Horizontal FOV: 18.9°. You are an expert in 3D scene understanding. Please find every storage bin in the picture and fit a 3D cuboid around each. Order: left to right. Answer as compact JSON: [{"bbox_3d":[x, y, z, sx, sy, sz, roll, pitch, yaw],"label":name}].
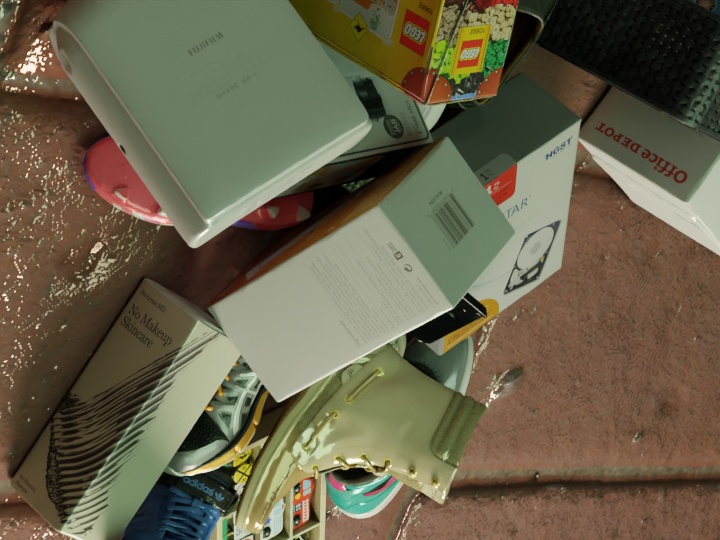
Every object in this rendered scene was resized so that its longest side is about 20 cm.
[{"bbox_3d":[0.260,-0.189,1.860,0.135,0.200,0.094,17,105,-50],"label":"storage bin"}]

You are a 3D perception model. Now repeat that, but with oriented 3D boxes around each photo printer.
[{"bbox_3d":[-0.111,-0.139,1.532,0.166,0.200,0.069,-33,174,-24],"label":"photo printer"}]

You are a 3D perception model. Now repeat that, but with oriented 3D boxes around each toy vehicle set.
[{"bbox_3d":[-0.086,0.217,1.930,0.124,0.026,0.201,-24,132,-33],"label":"toy vehicle set"}]

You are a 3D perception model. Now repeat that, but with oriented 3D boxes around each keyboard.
[{"bbox_3d":[0.029,-0.019,1.776,0.200,0.127,0.021,39,44,-26],"label":"keyboard"}]

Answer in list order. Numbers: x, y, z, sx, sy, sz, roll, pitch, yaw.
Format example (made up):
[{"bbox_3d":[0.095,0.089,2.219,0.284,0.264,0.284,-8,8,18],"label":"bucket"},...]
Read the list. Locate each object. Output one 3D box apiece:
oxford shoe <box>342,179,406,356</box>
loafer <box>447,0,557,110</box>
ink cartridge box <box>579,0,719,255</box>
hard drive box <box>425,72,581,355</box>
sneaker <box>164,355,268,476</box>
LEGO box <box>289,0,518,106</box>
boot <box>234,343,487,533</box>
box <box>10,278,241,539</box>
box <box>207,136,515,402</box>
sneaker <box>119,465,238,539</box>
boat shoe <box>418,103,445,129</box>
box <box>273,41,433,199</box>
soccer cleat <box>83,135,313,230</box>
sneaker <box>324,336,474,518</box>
[{"bbox_3d":[0.001,-0.007,1.844,0.058,0.075,0.201,-80,162,-55],"label":"oxford shoe"},{"bbox_3d":[0.133,-0.215,1.804,0.073,0.072,0.201,32,90,-36],"label":"loafer"},{"bbox_3d":[0.333,-0.142,2.015,0.200,0.147,0.146,-53,142,-2],"label":"ink cartridge box"},{"bbox_3d":[0.102,-0.047,1.869,0.156,0.077,0.201,-35,149,-25],"label":"hard drive box"},{"bbox_3d":[-0.108,0.081,1.778,0.200,0.078,0.077,-53,143,-20],"label":"sneaker"},{"bbox_3d":[0.024,-0.230,1.586,0.077,0.200,0.150,-12,125,-40],"label":"LEGO box"},{"bbox_3d":[0.000,0.160,1.815,0.201,0.155,0.073,-58,180,-10],"label":"boot"},{"bbox_3d":[-0.184,0.114,1.714,0.068,0.082,0.201,31,91,-50],"label":"box"},{"bbox_3d":[0.000,0.000,1.676,0.200,0.098,0.124,-30,-169,38],"label":"box"},{"bbox_3d":[-0.148,0.203,1.755,0.112,0.076,0.200,-61,-174,-3],"label":"sneaker"},{"bbox_3d":[0.039,-0.201,1.728,0.068,0.072,0.201,-8,123,-39],"label":"boat shoe"},{"bbox_3d":[-0.053,-0.121,1.648,0.199,0.117,0.060,-15,167,-41],"label":"box"},{"bbox_3d":[-0.128,-0.064,1.663,0.199,0.076,0.067,6,85,-33],"label":"soccer cleat"},{"bbox_3d":[0.028,0.121,1.915,0.201,0.083,0.121,-59,164,-7],"label":"sneaker"}]
